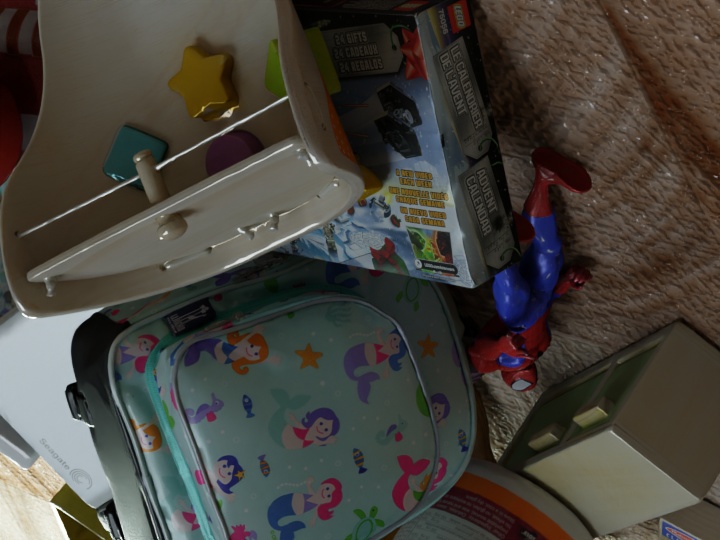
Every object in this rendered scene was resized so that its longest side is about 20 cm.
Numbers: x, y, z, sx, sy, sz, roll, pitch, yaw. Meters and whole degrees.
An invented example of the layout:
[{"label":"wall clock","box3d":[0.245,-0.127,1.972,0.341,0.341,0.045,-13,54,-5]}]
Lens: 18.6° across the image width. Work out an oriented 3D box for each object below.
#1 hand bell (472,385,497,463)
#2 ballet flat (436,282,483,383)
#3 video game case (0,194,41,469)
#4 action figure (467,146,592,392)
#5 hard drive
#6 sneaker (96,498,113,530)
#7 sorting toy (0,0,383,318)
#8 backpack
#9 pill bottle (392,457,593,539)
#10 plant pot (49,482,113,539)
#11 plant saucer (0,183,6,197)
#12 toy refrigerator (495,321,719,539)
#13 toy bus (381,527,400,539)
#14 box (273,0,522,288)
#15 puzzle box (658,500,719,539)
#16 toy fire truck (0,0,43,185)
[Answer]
[{"label":"hand bell","box3d":[0.082,0.135,1.415,0.104,0.104,0.201,13,137,45]},{"label":"ballet flat","box3d":[0.000,0.000,1.275,0.200,0.069,0.071,38,141,-15]},{"label":"video game case","box3d":[-0.235,0.006,1.445,0.182,0.200,0.024,36,142,-1]},{"label":"action figure","box3d":[0.088,0.014,1.157,0.052,0.065,0.200,38,159,17]},{"label":"hard drive","box3d":[-0.139,0.053,1.322,0.200,0.027,0.132,-33,105,36]},{"label":"sneaker","box3d":[-0.077,0.122,1.431,0.077,0.199,0.075,63,171,-11]},{"label":"sorting toy","box3d":[-0.087,-0.096,1.056,0.199,0.107,0.181,-24,78,34]},{"label":"backpack","box3d":[-0.036,0.073,1.180,0.150,0.199,0.179,6,116,61]},{"label":"pill bottle","box3d":[0.042,0.215,1.247,0.109,0.200,0.110,30,158,13]},{"label":"plant pot","box3d":[-0.081,0.164,1.549,0.199,0.177,0.200,34,165,6]},{"label":"plant saucer","box3d":[-0.188,-0.046,1.361,0.201,0.039,0.202,47,149,40]},{"label":"toy refrigerator","box3d":[0.140,0.094,1.229,0.070,0.076,0.200,38,159,-5]},{"label":"toy bus","box3d":[0.064,0.204,1.386,0.199,0.065,0.079,11,125,38]},{"label":"box","box3d":[-0.014,-0.073,1.093,0.199,0.040,0.138,11,122,47]},{"label":"puzzle box","box3d":[0.273,0.214,1.344,0.199,0.025,0.133,28,156,21]},{"label":"toy fire truck","box3d":[-0.210,-0.126,1.180,0.199,0.169,0.112,10,-177,33]}]
